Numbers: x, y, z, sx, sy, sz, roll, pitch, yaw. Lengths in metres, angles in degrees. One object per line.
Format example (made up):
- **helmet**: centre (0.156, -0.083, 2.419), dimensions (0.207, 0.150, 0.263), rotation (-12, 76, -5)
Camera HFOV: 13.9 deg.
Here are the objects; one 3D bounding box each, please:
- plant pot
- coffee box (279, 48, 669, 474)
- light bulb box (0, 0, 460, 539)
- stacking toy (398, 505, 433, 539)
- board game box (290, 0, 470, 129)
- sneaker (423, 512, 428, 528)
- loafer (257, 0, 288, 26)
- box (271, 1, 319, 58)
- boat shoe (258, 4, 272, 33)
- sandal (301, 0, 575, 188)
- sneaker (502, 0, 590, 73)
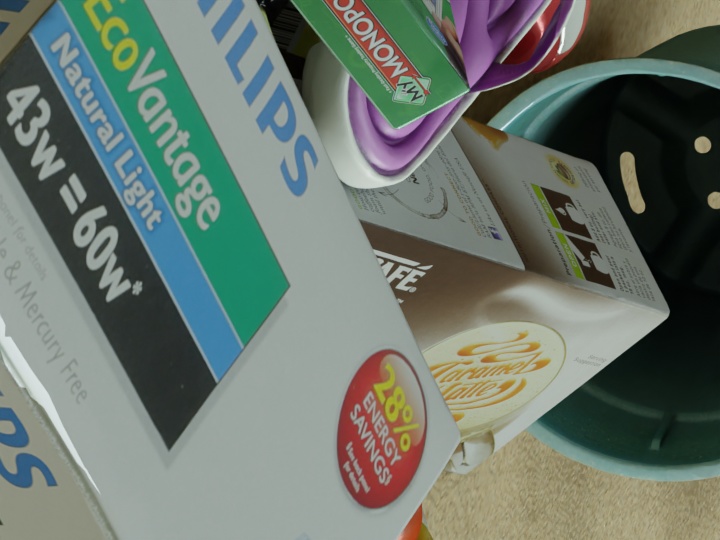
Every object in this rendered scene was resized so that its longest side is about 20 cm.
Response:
- **plant pot**: centre (0.162, -0.026, 1.418), dimensions (0.196, 0.200, 0.200), rotation (-40, 140, -64)
- **coffee box**: centre (0.000, 0.000, 1.058), dimensions (0.114, 0.080, 0.200), rotation (-40, 146, 26)
- **light bulb box**: centre (-0.113, 0.009, 0.745), dimensions (0.125, 0.200, 0.198), rotation (-56, 135, -36)
- **stacking toy**: centre (0.000, 0.117, 1.042), dimensions (0.085, 0.085, 0.200), rotation (-53, 144, -39)
- **board game box**: centre (-0.037, -0.150, 0.856), dimensions (0.200, 0.029, 0.135), rotation (50, 18, -36)
- **sneaker**: centre (-0.014, 0.120, 1.130), dimensions (0.200, 0.071, 0.080), rotation (20, 46, -64)
- **loafer**: centre (-0.089, -0.060, 0.969), dimensions (0.200, 0.071, 0.073), rotation (-51, 124, -11)
- **box**: centre (-0.016, -0.045, 1.138), dimensions (0.050, 0.075, 0.200), rotation (-66, 156, -19)
- **boat shoe**: centre (-0.058, -0.057, 0.889), dimensions (0.060, 0.072, 0.202), rotation (-88, 166, -62)
- **sandal**: centre (0.049, -0.102, 0.995), dimensions (0.203, 0.050, 0.082), rotation (-60, 137, -30)
- **sneaker**: centre (0.008, -0.130, 1.052), dimensions (0.116, 0.078, 0.200), rotation (-45, 128, -28)
